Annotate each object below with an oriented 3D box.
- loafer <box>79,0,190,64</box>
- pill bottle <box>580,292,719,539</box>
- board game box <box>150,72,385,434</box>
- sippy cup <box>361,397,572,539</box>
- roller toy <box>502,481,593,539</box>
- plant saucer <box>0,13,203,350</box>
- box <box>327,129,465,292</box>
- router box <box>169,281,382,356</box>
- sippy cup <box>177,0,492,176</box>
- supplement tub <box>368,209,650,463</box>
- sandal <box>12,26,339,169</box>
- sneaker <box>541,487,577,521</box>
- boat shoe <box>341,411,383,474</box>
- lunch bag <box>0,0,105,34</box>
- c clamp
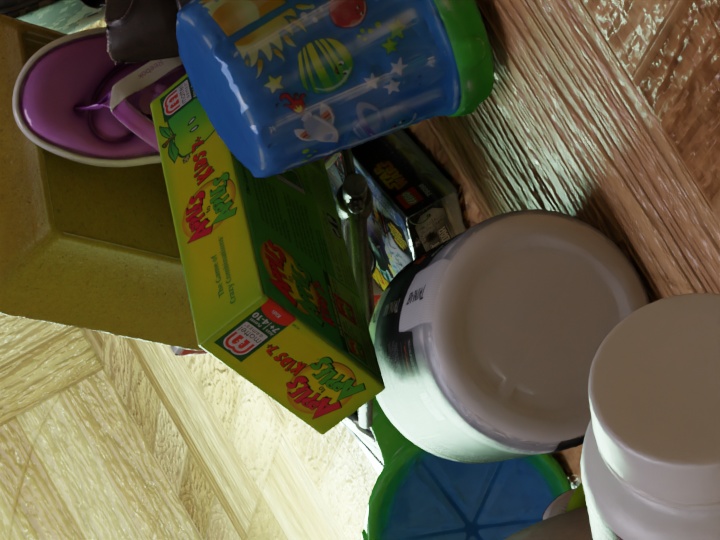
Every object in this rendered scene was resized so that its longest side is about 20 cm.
[{"bbox_3d":[-0.138,-0.187,1.484,0.201,0.071,0.073,-116,7,-45],"label":"loafer"},{"bbox_3d":[0.161,0.110,1.231,0.114,0.114,0.201,51,164,39],"label":"pill bottle"},{"bbox_3d":[-0.053,-0.016,1.452,0.101,0.048,0.201,38,-156,-37],"label":"board game box"},{"bbox_3d":[0.064,0.154,1.712,0.130,0.138,0.179,-135,44,-82],"label":"sippy cup"},{"bbox_3d":[0.135,0.219,1.413,0.201,0.182,0.140,60,167,4],"label":"roller toy"},{"bbox_3d":[-0.160,-0.063,1.612,0.199,0.048,0.201,13,-122,-47],"label":"plant saucer"},{"bbox_3d":[0.006,-0.052,1.668,0.200,0.040,0.137,50,165,41],"label":"box"},{"bbox_3d":[-0.095,-0.035,1.815,0.200,0.179,0.049,55,127,28],"label":"router box"},{"bbox_3d":[-0.020,-0.119,1.383,0.140,0.130,0.179,44,158,52],"label":"sippy cup"},{"bbox_3d":[0.072,0.039,1.414,0.123,0.122,0.200,61,167,0],"label":"supplement tub"},{"bbox_3d":[-0.100,-0.099,1.554,0.050,0.201,0.083,174,100,-70],"label":"sandal"},{"bbox_3d":[0.159,0.223,1.572,0.201,0.077,0.112,60,167,4],"label":"sneaker"},{"bbox_3d":[-0.004,0.077,1.938,0.200,0.071,0.064,43,161,32],"label":"boat shoe"},{"bbox_3d":[-0.200,-0.216,1.736,0.140,0.199,0.168,62,162,11],"label":"lunch bag"},{"bbox_3d":[0.000,0.000,1.577,0.200,0.027,0.172,90,173,-69],"label":"c clamp"}]
